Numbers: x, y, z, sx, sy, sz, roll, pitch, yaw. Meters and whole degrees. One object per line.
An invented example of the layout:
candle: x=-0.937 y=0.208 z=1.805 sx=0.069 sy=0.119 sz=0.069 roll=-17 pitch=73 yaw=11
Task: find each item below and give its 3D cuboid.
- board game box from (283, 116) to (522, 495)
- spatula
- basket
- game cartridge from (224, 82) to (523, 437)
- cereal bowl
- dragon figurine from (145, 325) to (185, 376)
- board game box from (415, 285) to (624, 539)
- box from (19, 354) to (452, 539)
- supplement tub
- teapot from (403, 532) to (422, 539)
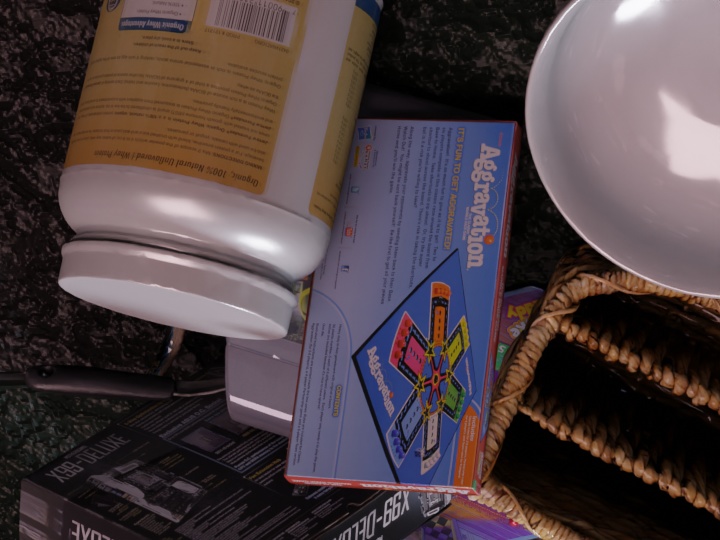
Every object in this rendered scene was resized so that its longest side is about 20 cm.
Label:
board game box: x=0.024 y=0.016 z=1.562 sx=0.103 sy=0.201 sz=0.019 roll=2 pitch=162 yaw=18
spatula: x=-0.090 y=0.063 z=1.685 sx=0.199 sy=0.057 sz=0.021 roll=-1 pitch=127 yaw=0
basket: x=0.174 y=0.082 z=1.582 sx=0.200 sy=0.149 sz=0.143 roll=29 pitch=108 yaw=0
game cartridge: x=0.000 y=0.000 z=1.630 sx=0.133 sy=0.041 sz=0.201 roll=16 pitch=94 yaw=15
cereal bowl: x=0.190 y=-0.089 z=1.533 sx=0.200 sy=0.083 sz=0.201 roll=9 pitch=121 yaw=16
dragon figurine: x=-0.114 y=-0.030 z=1.692 sx=0.099 sy=0.059 sz=0.200 roll=29 pitch=124 yaw=3
board game box: x=0.071 y=0.097 z=1.707 sx=0.200 sy=0.039 sz=0.158 roll=-14 pitch=112 yaw=26
box: x=-0.066 y=0.123 z=1.654 sx=0.157 sy=0.200 sz=0.050 roll=21 pitch=123 yaw=29
supplement tub: x=-0.076 y=-0.076 z=1.551 sx=0.144 sy=0.145 sz=0.201 roll=10 pitch=79 yaw=14
teapot: x=-0.026 y=0.219 z=1.757 sx=0.197 sy=0.146 sz=0.200 roll=-23 pitch=92 yaw=1
